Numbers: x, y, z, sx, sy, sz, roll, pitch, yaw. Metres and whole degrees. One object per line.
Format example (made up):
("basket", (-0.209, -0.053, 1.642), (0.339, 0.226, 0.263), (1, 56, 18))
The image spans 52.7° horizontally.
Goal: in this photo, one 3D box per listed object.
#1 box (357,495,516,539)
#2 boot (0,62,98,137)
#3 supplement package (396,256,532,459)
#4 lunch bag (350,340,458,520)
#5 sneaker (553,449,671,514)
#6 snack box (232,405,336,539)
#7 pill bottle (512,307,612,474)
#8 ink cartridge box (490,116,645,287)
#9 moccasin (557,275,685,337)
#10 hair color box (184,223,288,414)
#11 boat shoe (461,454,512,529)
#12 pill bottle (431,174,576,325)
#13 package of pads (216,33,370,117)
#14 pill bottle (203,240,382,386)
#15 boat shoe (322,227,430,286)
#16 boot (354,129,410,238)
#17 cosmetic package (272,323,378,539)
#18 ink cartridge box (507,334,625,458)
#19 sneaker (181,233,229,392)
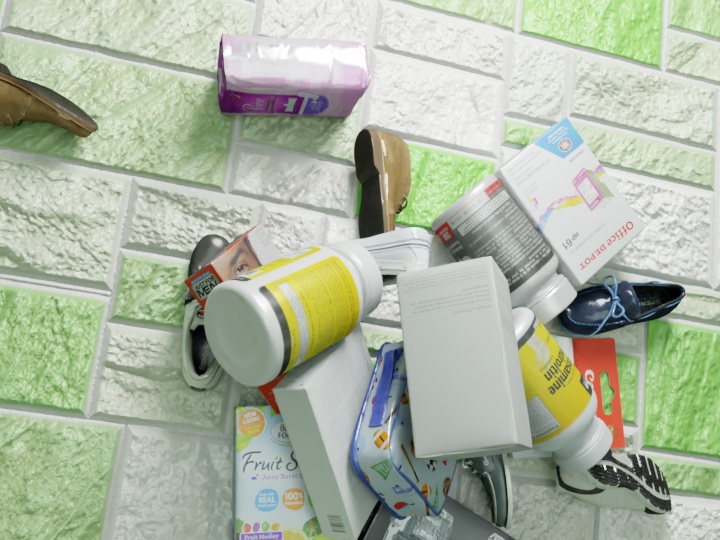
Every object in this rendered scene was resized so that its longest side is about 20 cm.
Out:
("box", (0.091, 0.374, 0.943), (0.198, 0.050, 0.160), (33, 75, -5))
("boot", (-0.430, -0.207, 0.921), (0.197, 0.074, 0.077), (26, 94, -3))
("supplement package", (0.118, 0.105, 0.825), (0.115, 0.117, 0.205), (-11, 71, 18))
("lunch bag", (0.060, 0.186, 0.894), (0.161, 0.074, 0.202), (52, 38, -31))
("sneaker", (0.353, 0.296, 1.017), (0.197, 0.080, 0.075), (26, 45, -22))
("snack box", (-0.091, 0.274, 0.916), (0.139, 0.053, 0.205), (2, 79, -14))
("pill bottle", (0.231, 0.157, 0.933), (0.112, 0.112, 0.201), (-41, 95, -16))
("ink cartridge box", (0.292, -0.092, 1.052), (0.144, 0.085, 0.202), (-37, 91, -16))
("moccasin", (0.378, 0.040, 1.054), (0.196, 0.068, 0.082), (-13, 71, -19))
("hair color box", (-0.114, 0.059, 0.900), (0.202, 0.063, 0.111), (56, 39, -10))
("boat shoe", (0.163, 0.243, 0.979), (0.060, 0.073, 0.205), (-8, 79, 0))
("pill bottle", (0.198, -0.019, 0.999), (0.113, 0.114, 0.201), (-37, 87, -16))
("package of pads", (-0.092, -0.256, 0.972), (0.195, 0.120, 0.078), (-1, 80, -14))
("pill bottle", (-0.068, 0.039, 0.820), (0.198, 0.114, 0.116), (-25, 86, -46))
("boat shoe", (0.000, 0.000, 0.919), (0.073, 0.197, 0.068), (17, 64, -45))
("boot", (0.040, -0.090, 0.997), (0.074, 0.073, 0.205), (2, 83, -32))
("cosmetic package", (-0.022, 0.189, 0.871), (0.151, 0.051, 0.204), (-42, 121, -55))
("ink cartridge box", (0.289, 0.175, 1.026), (0.195, 0.057, 0.167), (-1, 80, -8))
("sneaker", (-0.187, 0.048, 0.916), (0.072, 0.089, 0.205), (3, 78, -11))
